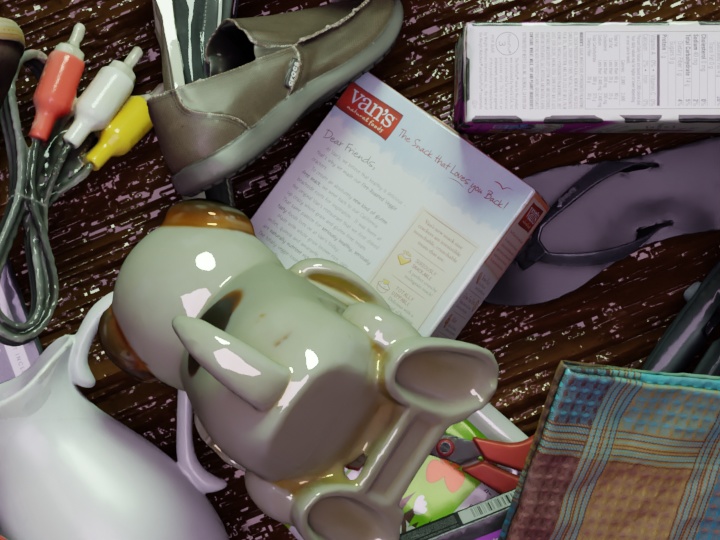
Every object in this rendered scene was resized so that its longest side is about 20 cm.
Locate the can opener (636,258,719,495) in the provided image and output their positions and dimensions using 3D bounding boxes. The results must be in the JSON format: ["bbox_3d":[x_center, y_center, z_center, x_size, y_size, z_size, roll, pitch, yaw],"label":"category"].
[{"bbox_3d":[0.202,0.048,1.270,0.200,0.079,0.063,-53,52,4],"label":"can opener"}]

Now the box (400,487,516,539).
[{"bbox_3d":[0.076,0.245,1.279,0.143,0.036,0.200,-22,103,-2],"label":"box"}]

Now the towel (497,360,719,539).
[{"bbox_3d":[0.183,0.127,1.244,0.200,0.022,0.147,7,111,-25],"label":"towel"}]

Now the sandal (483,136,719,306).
[{"bbox_3d":[0.153,-0.037,1.290,0.200,0.043,0.076,-21,90,1],"label":"sandal"}]

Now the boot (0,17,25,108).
[{"bbox_3d":[-0.237,-0.048,1.221,0.072,0.200,0.167,3,76,-24],"label":"boot"}]

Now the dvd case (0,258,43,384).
[{"bbox_3d":[-0.287,0.091,1.311,0.200,0.016,0.149,-20,90,0],"label":"dvd case"}]

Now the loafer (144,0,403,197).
[{"bbox_3d":[-0.048,-0.122,1.229,0.071,0.073,0.200,55,49,-12],"label":"loafer"}]

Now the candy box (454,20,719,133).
[{"bbox_3d":[0.156,-0.112,1.243,0.199,0.136,0.061,1,91,0],"label":"candy box"}]

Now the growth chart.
[{"bbox_3d":[0.025,0.157,1.307,0.145,0.018,0.200,32,89,0],"label":"growth chart"}]

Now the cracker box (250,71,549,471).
[{"bbox_3d":[0.000,0.000,1.269,0.134,0.058,0.200,37,92,18],"label":"cracker box"}]

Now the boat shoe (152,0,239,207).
[{"bbox_3d":[-0.087,-0.114,1.274,0.067,0.072,0.201,-5,80,-9],"label":"boat shoe"}]

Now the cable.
[{"bbox_3d":[-0.187,-0.057,1.254,0.097,0.050,0.200,33,58,-21],"label":"cable"}]

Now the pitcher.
[{"bbox_3d":[-0.140,0.126,1.251,0.171,0.121,0.200,-34,99,0],"label":"pitcher"}]

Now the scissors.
[{"bbox_3d":[0.066,0.105,1.294,0.200,0.014,0.073,30,93,2],"label":"scissors"}]

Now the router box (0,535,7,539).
[{"bbox_3d":[-0.301,0.191,1.241,0.179,0.049,0.200,34,129,1],"label":"router box"}]

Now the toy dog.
[{"bbox_3d":[-0.061,0.049,1.157,0.194,0.200,0.140,14,106,-42],"label":"toy dog"}]
